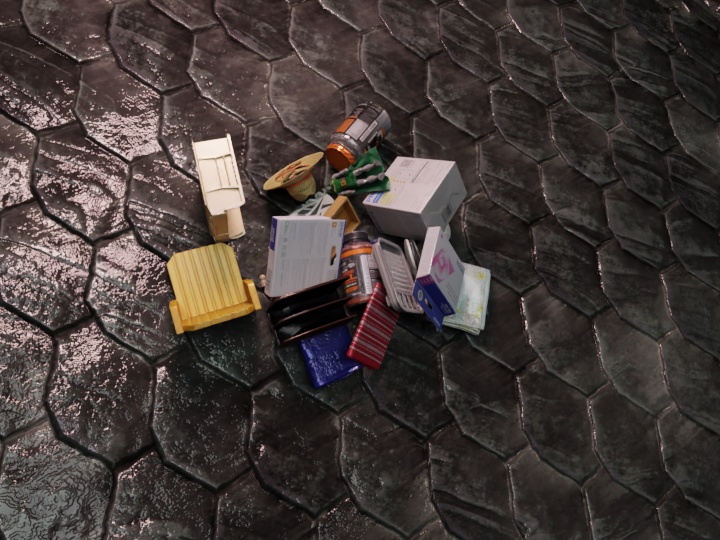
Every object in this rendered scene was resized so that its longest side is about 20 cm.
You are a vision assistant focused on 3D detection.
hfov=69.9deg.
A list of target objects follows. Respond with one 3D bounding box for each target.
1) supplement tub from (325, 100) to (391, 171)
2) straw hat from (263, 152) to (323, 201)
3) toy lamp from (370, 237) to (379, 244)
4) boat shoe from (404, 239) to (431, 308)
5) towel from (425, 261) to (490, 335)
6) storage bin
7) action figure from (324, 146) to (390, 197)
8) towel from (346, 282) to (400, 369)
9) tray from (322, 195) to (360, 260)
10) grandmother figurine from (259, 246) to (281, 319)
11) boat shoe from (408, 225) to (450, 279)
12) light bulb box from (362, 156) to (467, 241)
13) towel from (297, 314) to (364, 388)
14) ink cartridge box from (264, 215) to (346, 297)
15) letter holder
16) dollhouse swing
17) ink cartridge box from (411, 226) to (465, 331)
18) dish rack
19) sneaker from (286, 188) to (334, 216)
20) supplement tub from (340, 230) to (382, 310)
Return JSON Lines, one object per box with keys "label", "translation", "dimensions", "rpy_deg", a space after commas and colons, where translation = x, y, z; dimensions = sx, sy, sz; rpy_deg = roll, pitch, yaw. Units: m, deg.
{"label": "supplement tub", "translation": [-0.009, -0.383, 1.492], "dimensions": [0.122, 0.123, 0.201], "rpy_deg": [37, 68, -1]}
{"label": "straw hat", "translation": [-0.163, -0.236, 1.397], "dimensions": [0.201, 0.200, 0.085], "rpy_deg": [-40, 115, -22]}
{"label": "toy lamp", "translation": [0.086, 0.006, 1.426], "dimensions": [0.058, 0.058, 0.201], "rpy_deg": [-28, 81, -21]}
{"label": "boat shoe", "translation": [0.170, 0.005, 1.392], "dimensions": [0.060, 0.076, 0.202], "rpy_deg": [-18, 101, -2]}
{"label": "towel", "translation": [0.277, 0.069, 1.461], "dimensions": [0.170, 0.048, 0.202], "rpy_deg": [16, 69, -10]}
{"label": "storage bin", "translation": [-0.352, -0.198, 1.300], "dimensions": [0.093, 0.200, 0.200], "rpy_deg": [-12, 76, -16]}
{"label": "action figure", "translation": [-0.022, -0.249, 1.423], "dimensions": [0.055, 0.199, 0.119], "rpy_deg": [-25, 98, -52]}
{"label": "towel", "translation": [0.039, 0.147, 1.314], "dimensions": [0.022, 0.144, 0.201], "rpy_deg": [14, 76, 37]}
{"label": "tray", "translation": [-0.084, -0.097, 1.396], "dimensions": [0.037, 0.099, 0.200], "rpy_deg": [18, 61, 39]}
{"label": "grandmother figurine", "translation": [-0.208, 0.042, 1.340], "dimensions": [0.120, 0.061, 0.202], "rpy_deg": [10, 73, -20]}
{"label": "boat shoe", "translation": [0.188, -0.065, 1.454], "dimensions": [0.071, 0.070, 0.200], "rpy_deg": [34, 72, 26]}
{"label": "light bulb box", "translation": [0.151, -0.199, 1.421], "dimensions": [0.199, 0.199, 0.125], "rpy_deg": [-54, 136, -22]}
{"label": "towel", "translation": [-0.092, 0.188, 1.330], "dimensions": [0.147, 0.050, 0.201], "rpy_deg": [-18, 77, -26]}
{"label": "ink cartridge box", "translation": [-0.138, -0.038, 1.297], "dimensions": [0.199, 0.040, 0.201], "rpy_deg": [-3, 110, -38]}
{"label": "letter holder", "translation": [-0.111, 0.097, 1.248], "dimensions": [0.199, 0.142, 0.101], "rpy_deg": [-18, 78, -26]}
{"label": "dollhouse swing", "translation": [-0.367, 0.031, 1.249], "dimensions": [0.198, 0.182, 0.177], "rpy_deg": [-15, 97, -18]}
{"label": "ink cartridge box", "translation": [0.207, 0.024, 1.330], "dimensions": [0.196, 0.043, 0.201], "rpy_deg": [49, 48, -45]}
{"label": "dish rack", "translation": [0.090, 0.022, 1.327], "dimensions": [0.043, 0.171, 0.202], "rpy_deg": [-25, 72, 23]}
{"label": "sneaker", "translation": [-0.140, -0.136, 1.404], "dimensions": [0.200, 0.074, 0.089], "rpy_deg": [-42, 84, -22]}
{"label": "supplement tub", "translation": [0.000, 0.000, 1.379], "dimensions": [0.106, 0.107, 0.202], "rpy_deg": [-5, 74, -16]}
